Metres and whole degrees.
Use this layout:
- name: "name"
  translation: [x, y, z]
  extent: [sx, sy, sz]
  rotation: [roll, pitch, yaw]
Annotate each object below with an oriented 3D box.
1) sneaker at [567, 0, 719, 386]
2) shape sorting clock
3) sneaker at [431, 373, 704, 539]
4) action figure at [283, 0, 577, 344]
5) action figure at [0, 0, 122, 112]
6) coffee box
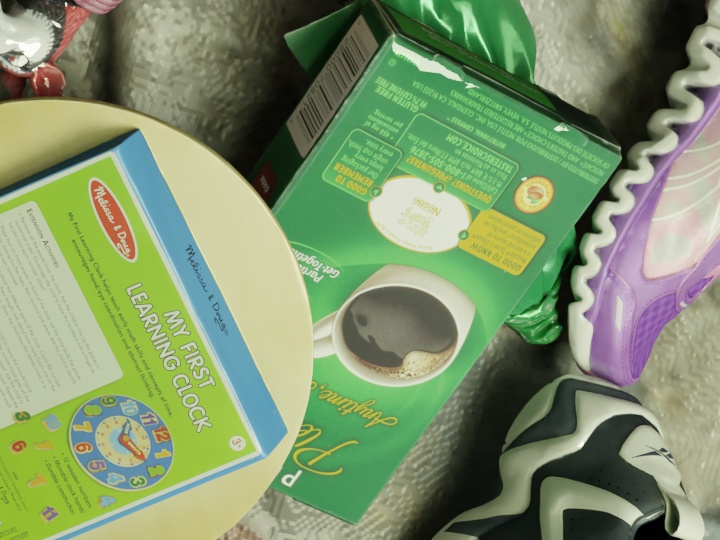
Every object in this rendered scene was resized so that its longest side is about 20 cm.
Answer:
- name: "sneaker"
  translation: [0.163, -0.034, 1.064]
  extent: [0.200, 0.088, 0.080]
  rotation: [-62, 162, -2]
- name: "shape sorting clock"
  translation: [-0.118, 0.030, 0.936]
  extent: [0.200, 0.039, 0.200]
  rotation: [0, 108, 0]
- name: "sneaker"
  translation: [0.084, 0.158, 1.037]
  extent: [0.079, 0.130, 0.199]
  rotation: [26, 105, -33]
- name: "action figure"
  translation: [0.044, -0.048, 1.028]
  extent: [0.118, 0.055, 0.200]
  rotation: [-35, 119, -19]
- name: "action figure"
  translation: [-0.114, -0.160, 0.910]
  extent: [0.149, 0.134, 0.200]
  rotation: [-40, 144, -63]
- name: "coffee box"
  translation: [0.000, 0.000, 0.981]
  extent: [0.123, 0.044, 0.200]
  rotation: [24, 110, -28]
